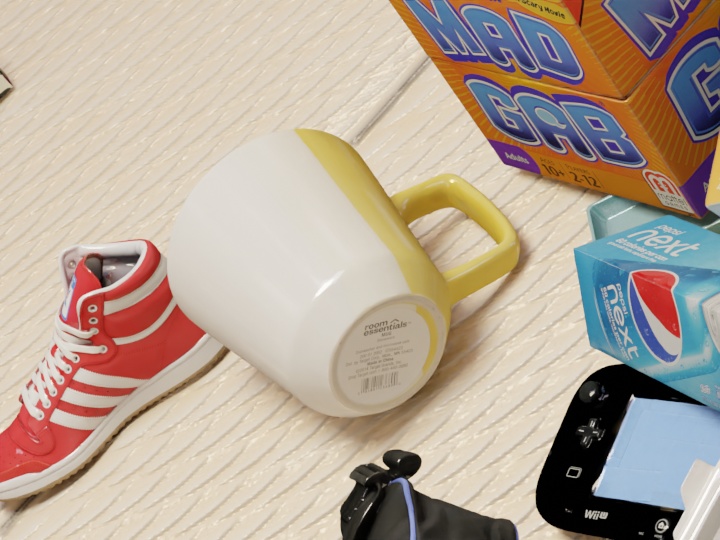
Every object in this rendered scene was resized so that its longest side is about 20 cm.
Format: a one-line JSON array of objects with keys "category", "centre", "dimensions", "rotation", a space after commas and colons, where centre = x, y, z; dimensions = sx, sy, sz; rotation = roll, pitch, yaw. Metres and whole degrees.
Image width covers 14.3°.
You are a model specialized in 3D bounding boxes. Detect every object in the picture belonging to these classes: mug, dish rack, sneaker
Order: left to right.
[{"category": "sneaker", "centre": [-0.192, 0.059, 1.887], "dimensions": [0.200, 0.113, 0.071], "rotation": [-38, 35, 2]}, {"category": "mug", "centre": [-0.008, 0.000, 1.770], "dimensions": [0.187, 0.149, 0.153], "rotation": [-46, 44, 1]}, {"category": "dish rack", "centre": [0.152, 0.163, 1.400], "dimensions": [0.043, 0.200, 0.172], "rotation": [27, 81, 11]}]

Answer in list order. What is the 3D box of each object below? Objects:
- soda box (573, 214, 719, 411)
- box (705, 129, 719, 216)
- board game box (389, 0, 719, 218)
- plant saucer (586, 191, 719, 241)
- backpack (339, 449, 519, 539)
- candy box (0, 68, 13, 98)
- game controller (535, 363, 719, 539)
[{"category": "soda box", "centre": [0.193, 0.026, 1.573], "dimensions": [0.068, 0.065, 0.200], "rotation": [-17, 17, -18]}, {"category": "box", "centre": [0.285, -0.114, 1.609], "dimensions": [0.124, 0.097, 0.201], "rotation": [-14, 55, 49]}, {"category": "board game box", "centre": [0.160, -0.185, 1.746], "dimensions": [0.200, 0.200, 0.200], "rotation": [-48, 33, -16]}, {"category": "plant saucer", "centre": [0.229, -0.055, 1.718], "dimensions": [0.199, 0.019, 0.070], "rotation": [-28, 37, 17]}, {"category": "backpack", "centre": [0.018, 0.229, 1.470], "dimensions": [0.191, 0.154, 0.200], "rotation": [-49, 21, 32]}, {"category": "candy box", "centre": [-0.388, -0.117, 2.295], "dimensions": [0.200, 0.061, 0.136], "rotation": [-45, 36, -7]}, {"category": "game controller", "centre": [0.184, 0.105, 1.566], "dimensions": [0.199, 0.042, 0.105], "rotation": [5, 54, 45]}]
